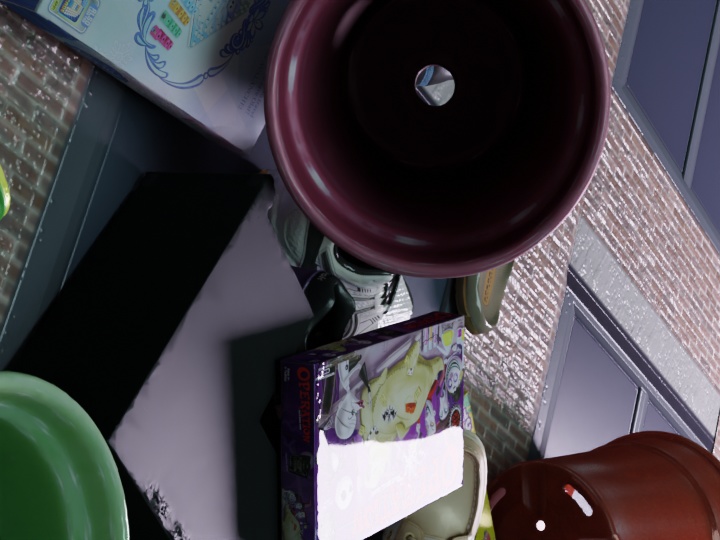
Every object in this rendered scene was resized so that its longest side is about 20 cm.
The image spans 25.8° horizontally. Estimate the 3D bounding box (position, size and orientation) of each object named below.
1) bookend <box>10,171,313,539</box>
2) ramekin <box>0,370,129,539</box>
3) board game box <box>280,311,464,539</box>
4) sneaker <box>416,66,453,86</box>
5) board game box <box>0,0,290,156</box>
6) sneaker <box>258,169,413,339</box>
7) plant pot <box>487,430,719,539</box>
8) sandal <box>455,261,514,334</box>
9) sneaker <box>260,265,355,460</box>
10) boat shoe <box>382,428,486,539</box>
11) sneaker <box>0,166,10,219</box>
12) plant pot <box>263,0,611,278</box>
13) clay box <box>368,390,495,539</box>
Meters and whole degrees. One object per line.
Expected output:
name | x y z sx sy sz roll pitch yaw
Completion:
bookend | -0.095 0.082 0.913 0.201 0.091 0.200 -62 143 -37
ramekin | -0.207 0.144 0.728 0.199 0.097 0.202 -9 100 -58
board game box | 0.012 0.099 0.987 0.200 0.032 0.121 -14 110 -60
sneaker | 0.021 -0.176 1.091 0.199 0.081 0.074 9 87 -57
board game box | -0.087 -0.195 0.896 0.199 0.043 0.201 32 83 -53
sneaker | 0.000 0.000 1.067 0.200 0.087 0.076 42 56 -54
plant pot | 0.202 0.236 1.337 0.194 0.199 0.203 8 85 -51
sandal | 0.124 -0.044 1.298 0.080 0.054 0.202 31 66 -55
sneaker | -0.048 0.098 0.994 0.076 0.087 0.202 5 88 -59
boat shoe | 0.046 0.211 1.113 0.069 0.073 0.202 -111 -145 -73
sneaker | -0.242 -0.057 0.684 0.200 0.074 0.084 32 63 -45
plant pot | 0.045 -0.111 0.953 0.179 0.198 0.202 -80 166 -78
clay box | 0.052 0.181 1.205 0.115 0.047 0.202 -41 127 -49
